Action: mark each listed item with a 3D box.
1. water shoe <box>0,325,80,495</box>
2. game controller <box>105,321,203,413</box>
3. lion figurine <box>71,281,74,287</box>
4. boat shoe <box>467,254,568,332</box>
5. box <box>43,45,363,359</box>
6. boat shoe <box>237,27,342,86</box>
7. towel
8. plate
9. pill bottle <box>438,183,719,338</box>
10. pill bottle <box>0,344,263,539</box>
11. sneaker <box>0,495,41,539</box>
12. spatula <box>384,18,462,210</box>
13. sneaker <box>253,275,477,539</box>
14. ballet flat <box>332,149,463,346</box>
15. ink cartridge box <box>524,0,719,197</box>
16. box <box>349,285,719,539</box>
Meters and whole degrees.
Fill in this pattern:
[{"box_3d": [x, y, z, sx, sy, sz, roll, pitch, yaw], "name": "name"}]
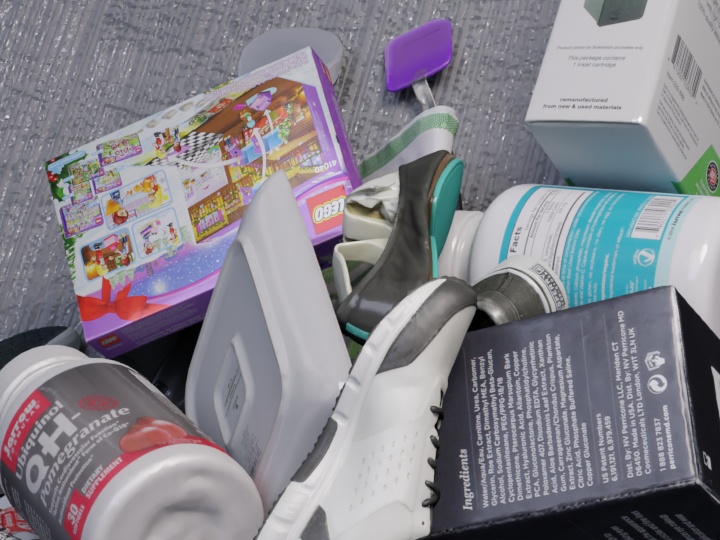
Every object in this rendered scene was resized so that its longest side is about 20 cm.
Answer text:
[{"box_3d": [-0.262, 0.117, 1.590, 0.071, 0.079, 0.200, -1, 33, 46], "name": "water shoe"}, {"box_3d": [-0.104, 0.017, 1.588, 0.104, 0.042, 0.201, 17, 70, 51], "name": "game controller"}, {"box_3d": [-0.138, -0.046, 1.579, 0.122, 0.072, 0.201, -37, 43, 34], "name": "lion figurine"}, {"box_3d": [0.051, 0.056, 1.387, 0.064, 0.200, 0.071, -33, 80, -36], "name": "boat shoe"}, {"box_3d": [-0.098, -0.043, 1.473, 0.199, 0.039, 0.138, -22, 64, 11], "name": "box"}, {"box_3d": [-0.058, -0.107, 1.599, 0.073, 0.066, 0.200, 9, 33, 10], "name": "boat shoe"}, {"box_3d": [0.000, 0.000, 1.484, 0.149, 0.031, 0.201, -37, 32, 56], "name": "towel"}, {"box_3d": [-0.064, 0.074, 1.353, 0.201, 0.032, 0.200, -110, 32, -46], "name": "plate"}, {"box_3d": [0.143, 0.004, 1.407, 0.199, 0.111, 0.111, 6, 64, 32], "name": "pill bottle"}, {"box_3d": [-0.147, 0.118, 1.333, 0.111, 0.111, 0.200, -48, 37, -6], "name": "pill bottle"}, {"box_3d": [-0.222, 0.170, 1.384, 0.067, 0.108, 0.201, -60, 31, 6], "name": "sneaker"}, {"box_3d": [0.051, -0.098, 1.578, 0.056, 0.021, 0.201, -25, 53, 21], "name": "spatula"}, {"box_3d": [0.017, 0.099, 1.196, 0.080, 0.074, 0.201, 27, 87, 18], "name": "sneaker"}, {"box_3d": [0.020, -0.019, 1.349, 0.068, 0.068, 0.200, 9, 30, 3], "name": "ballet flat"}, {"box_3d": [0.190, -0.141, 1.449, 0.084, 0.146, 0.201, 3, 62, 31], "name": "ink cartridge box"}, {"box_3d": [0.120, 0.111, 1.289, 0.199, 0.197, 0.118, -14, 64, 20], "name": "box"}]
